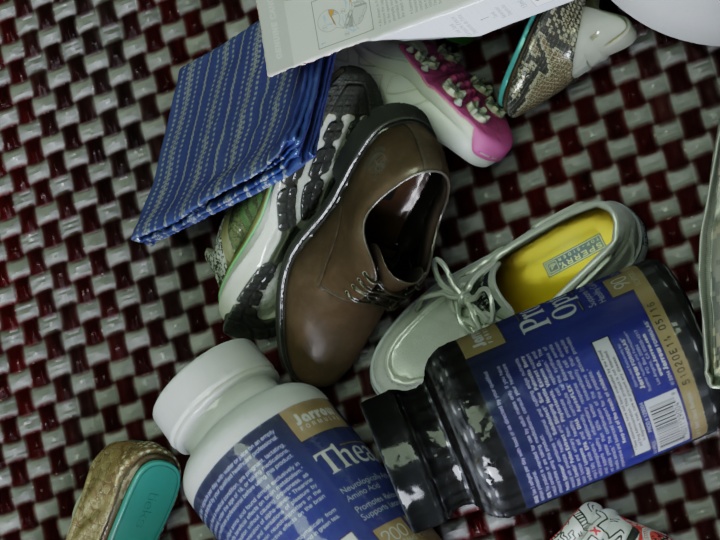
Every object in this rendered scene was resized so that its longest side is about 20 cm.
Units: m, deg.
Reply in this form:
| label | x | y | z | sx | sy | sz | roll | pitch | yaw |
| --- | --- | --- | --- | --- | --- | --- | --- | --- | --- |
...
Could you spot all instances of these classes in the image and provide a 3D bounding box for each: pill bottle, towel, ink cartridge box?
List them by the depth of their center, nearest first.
| label | x | y | z | sx | sy | sz | roll | pitch | yaw |
| --- | --- | --- | --- | --- | --- | --- | --- | --- | --- |
| pill bottle | 0.107 | 0.080 | 1.280 | 0.200 | 0.112 | 0.112 | -22 | 73 | -1 |
| ink cartridge box | 0.030 | -0.210 | 1.307 | 0.200 | 0.050 | 0.161 | -19 | 65 | 22 |
| pill bottle | -0.041 | 0.142 | 1.353 | 0.111 | 0.111 | 0.200 | -44 | 69 | 9 |
| towel | -0.079 | -0.104 | 1.385 | 0.200 | 0.024 | 0.145 | -24 | 47 | 50 |

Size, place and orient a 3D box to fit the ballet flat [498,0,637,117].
| label | x | y | z | sx | sy | sz | roll | pitch | yaw |
| --- | --- | --- | --- | --- | --- | --- | --- | --- | --- |
| ballet flat | 0.150 | -0.186 | 1.364 | 0.075 | 0.068 | 0.200 | 16 | 83 | 14 |

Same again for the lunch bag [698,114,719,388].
| label | x | y | z | sx | sy | sz | roll | pitch | yaw |
| --- | --- | --- | --- | --- | --- | --- | --- | --- | --- |
| lunch bag | 0.257 | -0.026 | 1.236 | 0.117 | 0.164 | 0.200 | -4 | 80 | 18 |

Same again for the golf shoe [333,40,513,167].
| label | x | y | z | sx | sy | sz | roll | pitch | yaw |
| --- | --- | --- | --- | --- | --- | --- | --- | --- | --- |
| golf shoe | 0.014 | -0.120 | 1.408 | 0.200 | 0.075 | 0.092 | 43 | 113 | 24 |

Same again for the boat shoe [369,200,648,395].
| label | x | y | z | sx | sy | sz | roll | pitch | yaw |
| --- | --- | --- | --- | --- | --- | --- | --- | --- | --- |
| boat shoe | 0.083 | 0.019 | 1.339 | 0.202 | 0.086 | 0.075 | -30 | 71 | 14 |

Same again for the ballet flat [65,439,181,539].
| label | x | y | z | sx | sy | sz | roll | pitch | yaw |
| --- | --- | --- | --- | --- | --- | --- | --- | --- | --- |
| ballet flat | -0.180 | 0.203 | 1.432 | 0.065 | 0.070 | 0.200 | 24 | 87 | 50 |

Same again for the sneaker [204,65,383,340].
| label | x | y | z | sx | sy | sz | roll | pitch | yaw |
| --- | --- | --- | --- | --- | --- | --- | --- | --- | --- |
| sneaker | -0.056 | -0.055 | 1.396 | 0.089 | 0.077 | 0.200 | 48 | 120 | 37 |

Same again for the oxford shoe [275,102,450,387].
| label | x | y | z | sx | sy | sz | roll | pitch | yaw |
| --- | --- | --- | --- | --- | --- | --- | --- | --- | --- |
| oxford shoe | 0.000 | 0.000 | 1.349 | 0.084 | 0.073 | 0.200 | 60 | 137 | 49 |

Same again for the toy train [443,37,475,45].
| label | x | y | z | sx | sy | sz | roll | pitch | yaw |
| --- | --- | --- | --- | --- | --- | --- | --- | --- | --- |
| toy train | 0.030 | -0.234 | 1.431 | 0.056 | 0.042 | 0.200 | -41 | 69 | 21 |

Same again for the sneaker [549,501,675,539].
| label | x | y | z | sx | sy | sz | roll | pitch | yaw |
| --- | --- | --- | --- | --- | --- | --- | --- | --- | --- |
| sneaker | 0.122 | 0.239 | 1.297 | 0.108 | 0.067 | 0.202 | 31 | 89 | 22 |

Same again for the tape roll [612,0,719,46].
| label | x | y | z | sx | sy | sz | roll | pitch | yaw |
| --- | --- | --- | --- | --- | --- | --- | --- | --- | --- |
| tape roll | 0.224 | -0.248 | 1.275 | 0.202 | 0.139 | 0.203 | -1 | 77 | 2 |
